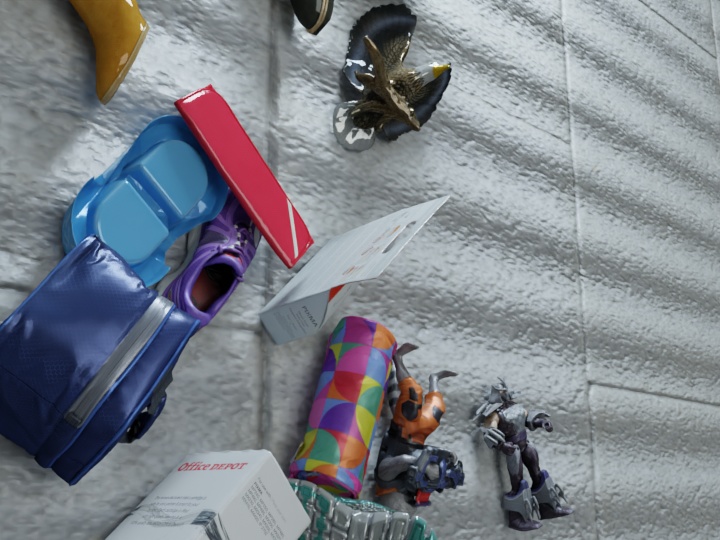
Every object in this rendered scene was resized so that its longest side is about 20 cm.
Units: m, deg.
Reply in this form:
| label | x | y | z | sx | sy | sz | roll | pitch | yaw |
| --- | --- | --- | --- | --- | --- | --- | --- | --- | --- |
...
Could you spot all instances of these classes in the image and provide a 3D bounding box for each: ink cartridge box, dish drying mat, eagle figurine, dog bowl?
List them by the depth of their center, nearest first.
| label | x | y | z | sx | sy | sz | roll | pitch | yaw |
| --- | --- | --- | --- | --- | --- | --- | --- | --- | --- |
| ink cartridge box | -0.157 | 0.254 | 0.747 | 0.200 | 0.143 | 0.085 | -45 | 111 | -41 |
| dog bowl | -0.211 | -0.064 | 0.847 | 0.112 | 0.049 | 0.201 | 52 | 49 | -21 |
| dish drying mat | -0.116 | -0.099 | 0.901 | 0.202 | 0.018 | 0.077 | 57 | 30 | -11 |
| ink cartridge box | 0.000 | 0.000 | 0.932 | 0.048 | 0.198 | 0.160 | 56 | 48 | -15 |
| eagle figurine | 0.048 | -0.244 | 1.121 | 0.201 | 0.147 | 0.155 | -81 | -178 | -61 |

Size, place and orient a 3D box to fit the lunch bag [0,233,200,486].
| label | x | y | z | sx | sy | sz | roll | pitch | yaw |
| --- | --- | --- | --- | --- | --- | --- | --- | --- | --- |
| lunch bag | -0.221 | 0.086 | 0.701 | 0.132 | 0.200 | 0.137 | 39 | 54 | -7 |

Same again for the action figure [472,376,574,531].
| label | x | y | z | sx | sy | sz | roll | pitch | yaw |
| --- | --- | --- | --- | --- | --- | --- | --- | --- | --- |
| action figure | 0.218 | 0.242 | 1.179 | 0.128 | 0.069 | 0.205 | -14 | 85 | -36 |

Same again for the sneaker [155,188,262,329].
| label | x | y | z | sx | sy | sz | roll | pitch | yaw |
| --- | --- | --- | --- | --- | --- | --- | --- | --- | --- |
| sneaker | -0.136 | -0.011 | 0.883 | 0.081 | 0.082 | 0.203 | 44 | 50 | -28 |

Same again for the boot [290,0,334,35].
| label | x | y | z | sx | sy | sz | roll | pitch | yaw |
| --- | --- | --- | --- | --- | --- | --- | --- | --- | --- |
| boot | -0.111 | -0.382 | 1.023 | 0.136 | 0.077 | 0.204 | 2 | 65 | -40 |

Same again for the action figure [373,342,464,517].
| label | x | y | z | sx | sy | sz | roll | pitch | yaw |
| --- | --- | --- | --- | --- | --- | --- | --- | --- | --- |
| action figure | 0.066 | 0.208 | 1.044 | 0.200 | 0.102 | 0.198 | 48 | 52 | -60 |

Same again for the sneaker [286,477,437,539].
| label | x | y | z | sx | sy | sz | roll | pitch | yaw |
| --- | --- | --- | --- | --- | --- | --- | --- | --- | --- |
| sneaker | -0.018 | 0.266 | 0.890 | 0.091 | 0.195 | 0.079 | 69 | 39 | -77 |

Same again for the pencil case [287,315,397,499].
| label | x | y | z | sx | sy | sz | roll | pitch | yaw |
| --- | --- | --- | --- | --- | --- | --- | --- | --- | --- |
| pencil case | -0.019 | 0.153 | 0.958 | 0.088 | 0.087 | 0.203 | 38 | 55 | -30 |

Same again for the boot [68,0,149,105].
| label | x | y | z | sx | sy | sz | roll | pitch | yaw |
| --- | --- | --- | --- | --- | --- | --- | --- | --- | --- |
| boot | -0.273 | -0.273 | 0.837 | 0.142 | 0.070 | 0.206 | 26 | 59 | -31 |
